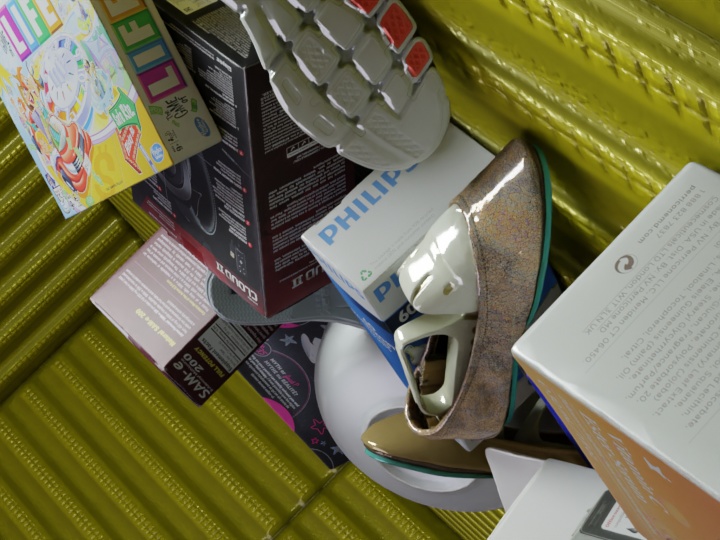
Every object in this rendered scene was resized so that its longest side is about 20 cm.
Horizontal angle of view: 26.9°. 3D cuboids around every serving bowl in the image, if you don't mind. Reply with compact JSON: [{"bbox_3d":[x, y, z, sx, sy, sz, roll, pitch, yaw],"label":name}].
[{"bbox_3d":[0.053,0.104,1.058,0.200,0.066,0.200,14,135,15],"label":"serving bowl"}]

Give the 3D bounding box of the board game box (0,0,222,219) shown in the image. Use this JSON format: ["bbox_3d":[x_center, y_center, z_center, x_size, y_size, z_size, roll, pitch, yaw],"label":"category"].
[{"bbox_3d":[-0.162,-0.110,0.883,0.200,0.034,0.135,-15,103,62],"label":"board game box"}]

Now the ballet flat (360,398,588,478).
[{"bbox_3d":[0.097,0.107,0.975,0.200,0.063,0.069,13,-174,-20],"label":"ballet flat"}]

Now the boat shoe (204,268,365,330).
[{"bbox_3d":[0.000,0.000,0.989,0.200,0.074,0.067,6,-157,3],"label":"boat shoe"}]

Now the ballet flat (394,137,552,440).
[{"bbox_3d":[0.052,0.020,0.762,0.068,0.067,0.200,-109,16,-46],"label":"ballet flat"}]

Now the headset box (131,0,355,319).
[{"bbox_3d":[-0.076,-0.081,0.888,0.149,0.077,0.200,39,147,37],"label":"headset box"}]

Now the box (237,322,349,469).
[{"bbox_3d":[-0.034,0.040,1.251,0.200,0.115,0.132,51,-159,-28],"label":"box"}]

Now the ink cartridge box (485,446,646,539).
[{"bbox_3d":[0.143,0.170,0.770,0.200,0.067,0.116,9,134,39],"label":"ink cartridge box"}]

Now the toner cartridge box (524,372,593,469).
[{"bbox_3d":[0.177,0.113,0.783,0.200,0.043,0.095,55,149,-15],"label":"toner cartridge box"}]

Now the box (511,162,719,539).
[{"bbox_3d":[0.178,0.076,0.547,0.200,0.106,0.152,37,168,48],"label":"box"}]

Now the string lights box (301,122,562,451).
[{"bbox_3d":[0.053,0.012,0.859,0.059,0.103,0.200,42,172,36],"label":"string lights box"}]

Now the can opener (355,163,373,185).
[{"bbox_3d":[-0.007,-0.060,1.010,0.063,0.079,0.200,-25,119,40],"label":"can opener"}]

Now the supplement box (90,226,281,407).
[{"bbox_3d":[-0.087,-0.011,1.094,0.109,0.200,0.061,38,169,41],"label":"supplement box"}]

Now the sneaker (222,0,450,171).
[{"bbox_3d":[-0.028,-0.137,0.731,0.200,0.077,0.082,47,-162,-9],"label":"sneaker"}]
